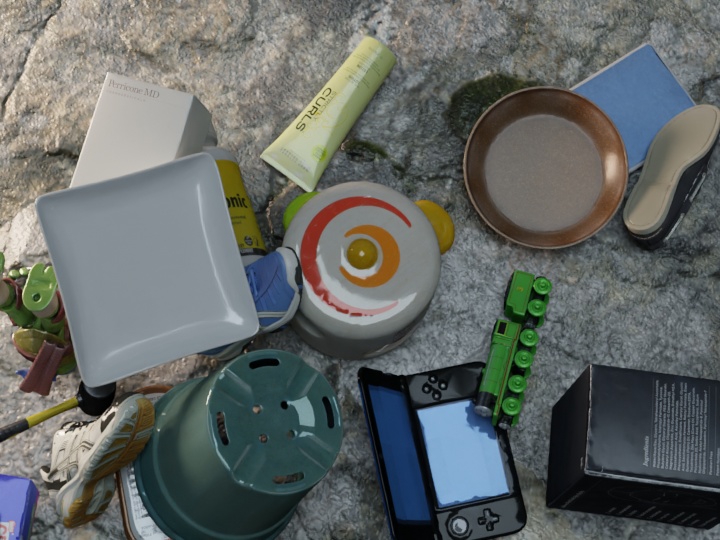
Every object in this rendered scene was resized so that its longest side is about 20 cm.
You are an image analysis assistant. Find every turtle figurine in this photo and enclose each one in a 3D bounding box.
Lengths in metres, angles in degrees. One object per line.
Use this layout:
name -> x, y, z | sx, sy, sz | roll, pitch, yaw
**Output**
turtle figurine -> -0.331, 0.022, 1.537 | 0.199, 0.194, 0.144 | -40, 68, -8

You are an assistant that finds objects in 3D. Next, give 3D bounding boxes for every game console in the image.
game console -> 0.092, 0.199, 1.557 | 0.168, 0.118, 0.203 | -10, 74, -8

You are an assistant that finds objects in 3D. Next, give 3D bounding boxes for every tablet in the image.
tablet -> 0.318, -0.186, 1.749 | 0.199, 0.014, 0.131 | -32, 78, -12

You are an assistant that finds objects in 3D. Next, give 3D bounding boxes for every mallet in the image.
mallet -> -0.353, 0.159, 1.528 | 0.198, 0.066, 0.041 | -22, 73, -33

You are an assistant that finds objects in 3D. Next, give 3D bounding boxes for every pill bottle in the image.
pill bottle -> -0.181, -0.072, 1.621 | 0.110, 0.111, 0.202 | -17, 74, -10

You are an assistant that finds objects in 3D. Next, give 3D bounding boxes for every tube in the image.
tube -> -0.031, -0.191, 1.705 | 0.058, 0.052, 0.201 | 25, 73, 46

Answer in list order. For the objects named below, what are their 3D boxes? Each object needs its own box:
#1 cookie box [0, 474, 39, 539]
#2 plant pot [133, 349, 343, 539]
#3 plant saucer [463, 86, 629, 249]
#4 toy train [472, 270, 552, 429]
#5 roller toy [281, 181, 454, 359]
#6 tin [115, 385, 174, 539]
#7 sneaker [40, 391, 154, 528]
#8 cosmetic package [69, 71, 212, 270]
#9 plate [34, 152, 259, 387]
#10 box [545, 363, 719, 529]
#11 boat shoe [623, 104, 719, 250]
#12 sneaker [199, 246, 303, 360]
cookie box -> -0.459, 0.297, 1.503 | 0.197, 0.075, 0.174 | 9, 73, -1
plant pot -> -0.120, 0.181, 1.476 | 0.197, 0.196, 0.203 | 9, 66, -20
plant saucer -> 0.222, -0.120, 1.700 | 0.197, 0.037, 0.204 | 0, 78, 1
toy train -> 0.175, 0.088, 1.623 | 0.056, 0.042, 0.202 | 14, 60, 8
roller toy -> 0.000, 0.000, 1.599 | 0.197, 0.140, 0.185 | 11, 73, -2
tin -> -0.218, 0.227, 1.566 | 0.110, 0.042, 0.203 | -12, 74, -4
sneaker -> -0.290, 0.186, 1.501 | 0.075, 0.201, 0.088 | -10, 54, -49
cosmetic package -> -0.247, -0.102, 1.542 | 0.111, 0.081, 0.203 | 13, 84, 12
plate -> -0.221, -0.003, 1.468 | 0.198, 0.032, 0.203 | -17, 94, -21
box -> 0.318, 0.195, 1.533 | 0.193, 0.200, 0.126 | 6, 70, -3
boat shoe -> 0.382, -0.113, 1.714 | 0.072, 0.063, 0.201 | 17, 65, 38
sneaker -> -0.134, 0.042, 1.544 | 0.076, 0.200, 0.077 | 5, 54, -42
